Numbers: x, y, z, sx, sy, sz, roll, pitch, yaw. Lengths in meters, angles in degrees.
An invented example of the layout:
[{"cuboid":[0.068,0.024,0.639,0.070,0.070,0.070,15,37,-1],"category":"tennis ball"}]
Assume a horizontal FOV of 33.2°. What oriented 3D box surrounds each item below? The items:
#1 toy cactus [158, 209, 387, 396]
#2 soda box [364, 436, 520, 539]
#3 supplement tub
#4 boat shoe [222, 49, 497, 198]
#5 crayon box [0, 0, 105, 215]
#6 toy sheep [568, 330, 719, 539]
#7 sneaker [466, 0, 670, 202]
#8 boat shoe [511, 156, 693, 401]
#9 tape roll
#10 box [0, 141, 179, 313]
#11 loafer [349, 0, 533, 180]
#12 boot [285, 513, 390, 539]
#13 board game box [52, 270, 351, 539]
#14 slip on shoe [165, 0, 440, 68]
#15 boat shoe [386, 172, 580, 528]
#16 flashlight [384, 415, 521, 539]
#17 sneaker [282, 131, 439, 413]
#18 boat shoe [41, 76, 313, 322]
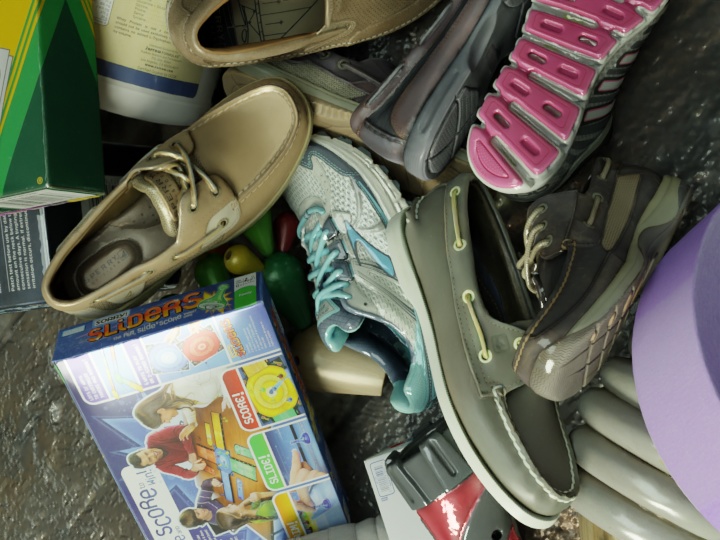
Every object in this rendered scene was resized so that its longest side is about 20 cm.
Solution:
[{"cuboid":[-0.061,0.051,0.820,0.162,0.102,0.203,14,96,5],"category":"toy cactus"},{"cuboid":[0.071,0.201,0.764,0.063,0.068,0.203,-20,84,24],"category":"soda box"},{"cuboid":[-0.144,-0.212,0.804,0.143,0.144,0.203,22,101,22],"category":"supplement tub"},{"cuboid":[0.006,-0.105,0.781,0.198,0.072,0.065,23,68,19],"category":"boat shoe"},{"cuboid":[-0.256,-0.120,0.747,0.197,0.058,0.176,-8,85,27],"category":"crayon box"},{"cuboid":[0.184,0.097,0.676,0.137,0.138,0.202,26,89,22],"category":"toy sheep"},{"cuboid":[0.129,-0.123,0.721,0.073,0.088,0.202,27,81,17],"category":"sneaker"},{"cuboid":[0.119,-0.001,0.660,0.073,0.200,0.075,28,127,15],"category":"boat shoe"},{"cuboid":[0.240,0.049,0.608,0.201,0.198,0.066,56,153,12],"category":"tape roll"},{"cuboid":[-0.256,-0.024,0.864,0.197,0.148,0.109,-7,89,26],"category":"box"},{"cuboid":[0.063,-0.151,0.718,0.062,0.072,0.202,26,77,20],"category":"loafer"},{"cuboid":[0.017,0.260,0.792,0.094,0.074,0.203,-18,101,4],"category":"boot"},{"cuboid":[-0.095,0.107,0.773,0.133,0.035,0.202,-15,122,3],"category":"board game box"},{"cuboid":[-0.022,-0.173,0.743,0.197,0.061,0.077,-15,111,-12],"category":"slip on shoe"},{"cuboid":[0.076,0.040,0.674,0.060,0.072,0.204,-36,62,32],"category":"boat shoe"},{"cuboid":[0.096,0.172,0.694,0.201,0.068,0.068,52,144,0],"category":"flashlight"},{"cuboid":[0.000,0.000,0.755,0.201,0.086,0.078,49,151,10],"category":"sneaker"},{"cuboid":[-0.108,-0.042,0.732,0.200,0.065,0.071,-45,83,1],"category":"boat shoe"}]
